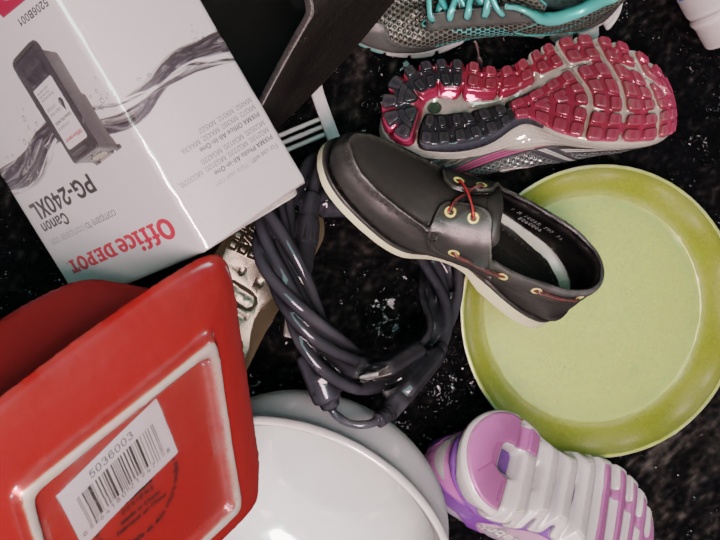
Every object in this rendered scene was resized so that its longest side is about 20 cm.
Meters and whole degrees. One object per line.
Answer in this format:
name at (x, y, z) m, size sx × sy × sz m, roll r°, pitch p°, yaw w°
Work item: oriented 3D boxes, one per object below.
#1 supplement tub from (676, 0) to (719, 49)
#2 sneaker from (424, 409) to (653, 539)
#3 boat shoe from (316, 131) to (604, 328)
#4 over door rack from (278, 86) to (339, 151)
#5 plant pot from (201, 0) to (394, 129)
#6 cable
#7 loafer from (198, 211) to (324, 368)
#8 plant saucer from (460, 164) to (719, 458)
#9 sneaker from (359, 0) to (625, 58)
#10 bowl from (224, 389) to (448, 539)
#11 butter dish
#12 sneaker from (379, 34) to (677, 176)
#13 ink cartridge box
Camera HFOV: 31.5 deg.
supplement tub at (0.236, -0.262, 0.829) m, size 0.131 × 0.132 × 0.201 m, roll -30°, pitch 95°, yaw -5°
sneaker at (0.117, 0.159, 0.868) m, size 0.200 × 0.088 × 0.081 m, roll 34°, pitch 59°, yaw -28°
boat shoe at (0.065, -0.034, 0.797) m, size 0.201 × 0.063 × 0.074 m, roll 30°, pitch 51°, yaw -21°
over door rack at (-0.106, -0.140, 0.824) m, size 0.147 × 0.067 × 0.201 m, roll -22°, pitch 96°, yaw -6°
plant pot at (-0.050, -0.215, 0.723) m, size 0.177 × 0.200 × 0.200 m, roll -37°, pitch 85°, yaw -26°
cable at (0.000, 0.000, 0.800) m, size 0.051 × 0.200 × 0.164 m, roll -30°, pitch 98°, yaw 35°
loafer at (-0.095, 0.032, 0.834) m, size 0.076 × 0.067 × 0.200 m, roll 41°, pitch 86°, yaw -5°
plant saucer at (0.164, 0.028, 0.886) m, size 0.198 × 0.031 × 0.202 m, roll 0°, pitch 92°, yaw -7°
sneaker at (0.085, -0.185, 0.834) m, size 0.198 × 0.091 × 0.078 m, roll -8°, pitch 93°, yaw -7°
bowl at (-0.025, 0.146, 0.818) m, size 0.200 × 0.091 × 0.202 m, roll 11°, pitch 127°, yaw 14°
butter dish at (-0.164, 0.091, 0.675) m, size 0.200 × 0.147 × 0.200 m, roll -39°, pitch 141°, yaw -36°
sneaker at (0.111, -0.104, 0.848) m, size 0.198 × 0.075 × 0.081 m, roll -3°, pitch 67°, yaw -3°
ink cartridge box at (-0.143, -0.095, 0.697) m, size 0.083 × 0.145 × 0.201 m, roll -38°, pitch 103°, yaw -40°
